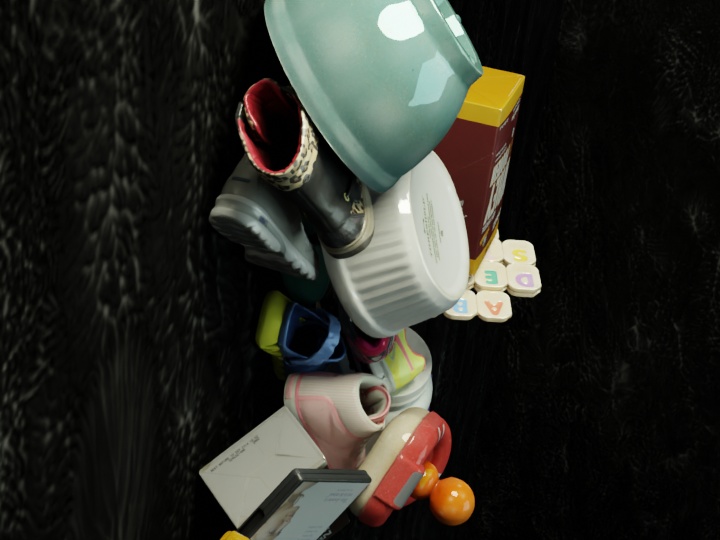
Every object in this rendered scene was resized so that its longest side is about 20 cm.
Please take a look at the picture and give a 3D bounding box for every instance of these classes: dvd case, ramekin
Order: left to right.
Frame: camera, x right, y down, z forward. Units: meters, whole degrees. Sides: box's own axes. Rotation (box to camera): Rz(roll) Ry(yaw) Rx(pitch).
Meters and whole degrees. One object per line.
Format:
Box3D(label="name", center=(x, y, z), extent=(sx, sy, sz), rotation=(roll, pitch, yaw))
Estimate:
Box3D(label="dvd case", center=(-0.088, 0.274, 1.102), extent=(0.200, 0.018, 0.142), rotation=(-48, 152, 14))
Box3D(label="ramekin", center=(0.041, -0.038, 1.115), extent=(0.202, 0.093, 0.205), rotation=(42, 42, -54))

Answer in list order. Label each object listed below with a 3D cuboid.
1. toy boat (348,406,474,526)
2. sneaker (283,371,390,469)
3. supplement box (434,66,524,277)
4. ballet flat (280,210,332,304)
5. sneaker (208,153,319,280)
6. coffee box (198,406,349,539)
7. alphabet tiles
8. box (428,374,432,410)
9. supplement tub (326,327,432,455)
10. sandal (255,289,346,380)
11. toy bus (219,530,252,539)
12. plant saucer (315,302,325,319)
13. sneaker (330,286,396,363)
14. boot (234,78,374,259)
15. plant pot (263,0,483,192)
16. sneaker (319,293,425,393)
Box3D(label="toy boat", center=(0.070, 0.236, 1.224), extent=(0.131, 0.130, 0.200), rotation=(-56, 171, 4))
Box3D(label="sneaker", center=(-0.005, 0.178, 1.227), extent=(0.201, 0.103, 0.076), rotation=(62, 27, -49))
Box3D(label="supplement box", center=(0.069, -0.131, 1.263), extent=(0.133, 0.194, 0.203), rotation=(-52, 154, -58))
Box3D(label="ballet flat", center=(-0.052, -0.050, 1.144), extent=(0.202, 0.067, 0.068), rotation=(90, 14, -48))
Box3D(label="sneaker", center=(-0.075, -0.048, 1.033), extent=(0.200, 0.074, 0.083), rotation=(55, 52, -70))
Box3D(label="coffee box", center=(-0.087, 0.244, 1.168), extent=(0.112, 0.080, 0.201), rotation=(-36, 152, -13))
Box3D(label="alphabet tiles", center=(0.113, -0.010, 1.296), extent=(0.197, 0.196, 0.015), rotation=(-88, -177, -52))
Box3D(label="box", center=(0.028, 0.212, 1.549), extent=(0.039, 0.135, 0.202), rotation=(-61, 159, -46))
Box3D(label="supplement tub", center=(0.012, 0.172, 1.383), extent=(0.145, 0.143, 0.202), rotation=(-61, 169, -45))
Box3D(label="sandal", center=(-0.055, 0.086, 1.217), extent=(0.200, 0.086, 0.081), rotation=(59, 46, -73))
Box3D(label="toy bus", center=(-0.162, 0.329, 0.983), extent=(0.202, 0.077, 0.065), rotation=(-60, 153, -22))
Box3D(label="plant saucer", center=(-0.012, 0.031, 1.434), extent=(0.200, 0.034, 0.204), rotation=(15, 90, -75))
Box3D(label="sneaker", center=(0.000, 0.000, 1.199), extent=(0.075, 0.079, 0.203), rotation=(92, -19, -84))
Box3D(label="boot", center=(-0.054, -0.124, 0.979), extent=(0.151, 0.072, 0.203), rotation=(44, 31, -57))
Box3D(label="plant pot", center=(0.025, -0.190, 0.967), extent=(0.201, 0.133, 0.201), rotation=(53, 17, -24))
Box3D(label="sneaker", center=(0.013, 0.051, 1.287), extent=(0.202, 0.089, 0.078), rotation=(67, -22, 13))
